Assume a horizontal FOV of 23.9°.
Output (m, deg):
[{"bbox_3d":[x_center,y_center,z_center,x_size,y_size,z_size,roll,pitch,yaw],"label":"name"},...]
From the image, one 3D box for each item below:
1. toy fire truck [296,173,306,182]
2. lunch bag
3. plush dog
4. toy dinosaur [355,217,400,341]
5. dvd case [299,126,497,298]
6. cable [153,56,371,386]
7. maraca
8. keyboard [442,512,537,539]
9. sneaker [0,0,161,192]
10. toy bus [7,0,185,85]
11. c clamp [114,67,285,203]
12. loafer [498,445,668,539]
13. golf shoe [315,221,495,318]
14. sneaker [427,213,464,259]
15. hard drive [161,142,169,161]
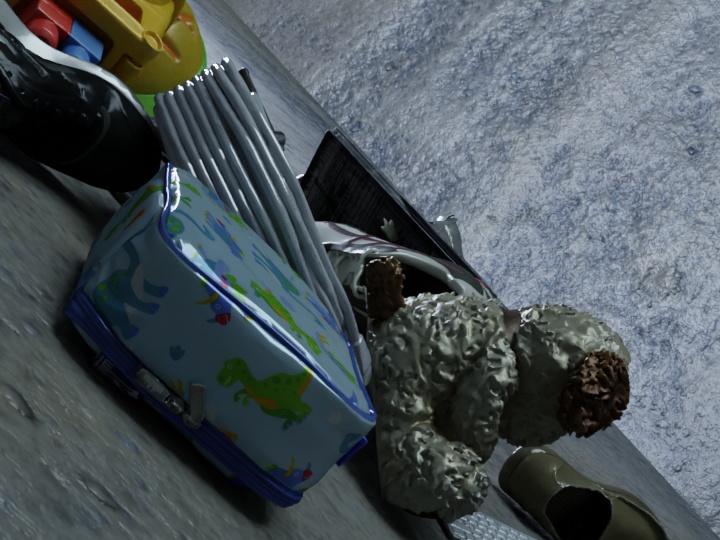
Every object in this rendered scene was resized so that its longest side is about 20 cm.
[{"bbox_3d":[0.004,-0.020,1.545,0.168,0.112,0.200,47,4,-14],"label":"toy fire truck"},{"bbox_3d":[-0.069,0.032,0.886,0.161,0.082,0.200,43,7,-14],"label":"lunch bag"},{"bbox_3d":[0.092,0.065,1.123,0.200,0.171,0.161,-106,-167,-80],"label":"plush dog"},{"bbox_3d":[-0.012,0.017,1.356,0.200,0.102,0.077,58,42,-17],"label":"toy dinosaur"},{"bbox_3d":[0.011,0.003,1.388,0.016,0.149,0.200,-19,58,-45],"label":"dvd case"},{"bbox_3d":[-0.069,-0.033,1.079,0.200,0.069,0.200,69,-3,-47],"label":"cable"},{"bbox_3d":[-0.183,-0.169,1.343,0.137,0.107,0.200,-6,52,-26],"label":"maraca"},{"bbox_3d":[0.136,0.211,1.214,0.200,0.011,0.056,28,12,-23],"label":"keyboard"},{"bbox_3d":[-0.203,-0.097,0.997,0.200,0.076,0.088,38,23,-26],"label":"sneaker"},{"bbox_3d":[-0.227,-0.182,1.135,0.200,0.136,0.192,41,23,-21],"label":"toy bus"},{"bbox_3d":[-0.120,-0.085,1.252,0.200,0.027,0.171,-4,53,-48],"label":"c clamp"},{"bbox_3d":[0.204,0.224,1.510,0.200,0.076,0.067,30,14,-30],"label":"loafer"},{"bbox_3d":[0.000,0.000,1.244,0.200,0.077,0.088,13,-12,14],"label":"golf shoe"},{"bbox_3d":[0.078,0.048,1.427,0.075,0.082,0.200,14,-56,42],"label":"sneaker"},{"bbox_3d":[-0.159,-0.122,1.510,0.200,0.038,0.140,42,7,-23],"label":"hard drive"}]
